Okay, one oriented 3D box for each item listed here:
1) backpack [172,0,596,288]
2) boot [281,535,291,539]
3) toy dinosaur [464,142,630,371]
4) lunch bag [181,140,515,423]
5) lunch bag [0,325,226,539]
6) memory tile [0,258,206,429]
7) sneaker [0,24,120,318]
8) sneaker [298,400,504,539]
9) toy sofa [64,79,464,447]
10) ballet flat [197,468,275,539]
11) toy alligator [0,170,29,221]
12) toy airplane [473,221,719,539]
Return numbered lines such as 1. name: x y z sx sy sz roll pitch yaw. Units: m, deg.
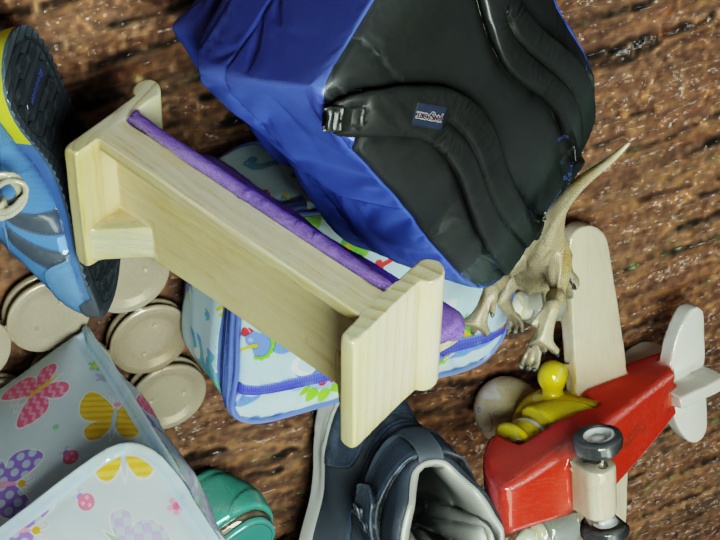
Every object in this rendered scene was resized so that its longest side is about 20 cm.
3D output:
1. backpack: 0.020 -0.102 1.025 0.163 0.167 0.200 -56 134 -12
2. boot: -0.093 0.273 1.360 0.130 0.068 0.201 -13 133 -28
3. toy dinosaur: 0.098 -0.008 1.117 0.200 0.058 0.102 91 20 -73
4. lunch bag: 0.000 0.000 1.169 0.198 0.083 0.162 -11 131 -27
5. lunch bag: -0.160 0.155 1.098 0.169 0.200 0.127 -33 137 -3
6. memory tile: -0.190 0.068 1.165 0.199 0.017 0.154 -25 135 -11
7. sneaker: -0.181 -0.050 1.048 0.078 0.066 0.201 -3 140 15
8. sneaker: 0.024 0.180 1.263 0.076 0.146 0.204 -14 121 -26
9. toy sofa: -0.044 -0.014 0.997 0.097 0.199 0.083 -40 149 -31
10. ballet flat: -0.144 0.195 1.254 0.200 0.070 0.068 -39 142 -8
11. toy alligator: -0.241 -0.004 1.034 0.199 0.054 0.059 -36 125 19
12. toy airplane: 0.142 0.090 1.312 0.199 0.140 0.202 36 67 -54
